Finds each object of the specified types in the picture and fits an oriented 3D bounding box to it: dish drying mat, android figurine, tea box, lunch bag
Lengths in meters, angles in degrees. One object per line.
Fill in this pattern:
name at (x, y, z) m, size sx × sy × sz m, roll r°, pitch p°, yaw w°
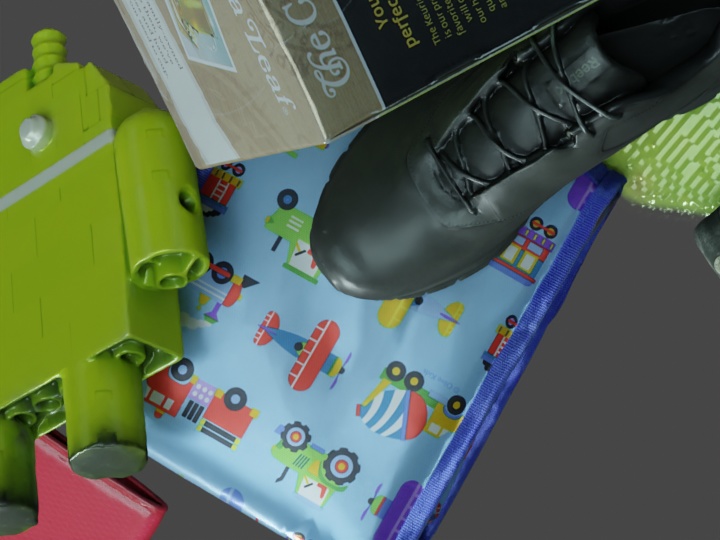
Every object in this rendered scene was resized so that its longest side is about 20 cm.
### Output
dish drying mat at (-0.163, 0.159, 1.207) m, size 0.077 × 0.018 × 0.200 m, roll 34°, pitch 110°, yaw 4°
android figurine at (-0.129, -0.001, 1.084) m, size 0.182 × 0.041 × 0.200 m, roll -27°, pitch 56°, yaw 33°
tea box at (0.000, -0.169, 0.961) m, size 0.197 × 0.134 × 0.200 m, roll -28°, pitch 99°, yaw -22°
lunch bag at (0.000, 0.000, 1.090) m, size 0.150 × 0.094 × 0.200 m, roll 30°, pitch 102°, yaw 7°

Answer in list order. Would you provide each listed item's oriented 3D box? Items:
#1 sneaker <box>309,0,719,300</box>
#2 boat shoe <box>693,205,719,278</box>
sneaker at (0.064, -0.061, 1.017) m, size 0.200 × 0.091 × 0.076 m, roll -37°, pitch 87°, yaw -2°
boat shoe at (0.205, 0.049, 1.058) m, size 0.064 × 0.071 × 0.200 m, roll -36°, pitch 87°, yaw 20°
